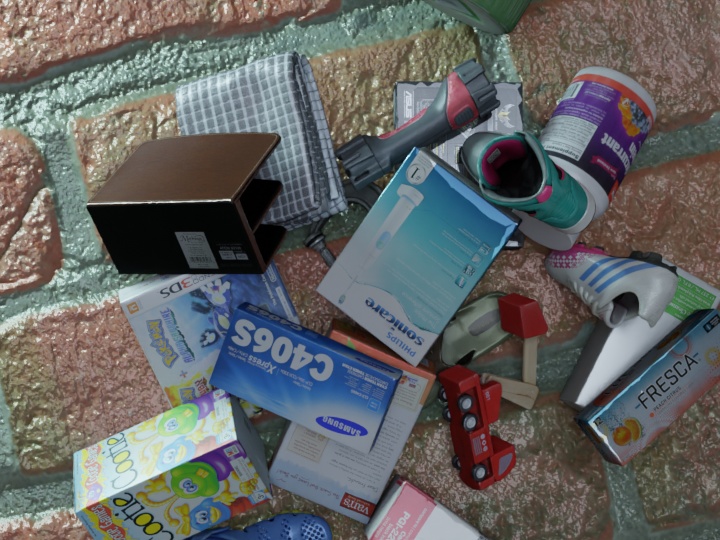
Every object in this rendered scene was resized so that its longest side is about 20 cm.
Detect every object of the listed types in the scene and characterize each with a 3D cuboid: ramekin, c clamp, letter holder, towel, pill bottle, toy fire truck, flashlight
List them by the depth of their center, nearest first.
[{"bbox_3d":[-0.181,-0.078,1.501,0.198,0.143,0.101,0,129,27],"label":"letter holder"},{"bbox_3d":[0.119,-0.359,1.549,0.198,0.200,0.099,28,93,0],"label":"ramekin"},{"bbox_3d":[0.064,-0.171,1.550,0.199,0.068,0.068,-30,92,1],"label":"flashlight"},{"bbox_3d":[-0.121,-0.141,1.556,0.164,0.085,0.203,-15,87,17],"label":"towel"},{"bbox_3d":[0.258,-0.129,1.560,0.111,0.111,0.201,31,74,0],"label":"pill bottle"},{"bbox_3d":[0.163,0.143,1.562,0.140,0.049,0.202,-22,111,-25],"label":"toy fire truck"},{"bbox_3d":[0.000,0.000,1.576,0.170,0.027,0.201,-36,79,23],"label":"c clamp"}]

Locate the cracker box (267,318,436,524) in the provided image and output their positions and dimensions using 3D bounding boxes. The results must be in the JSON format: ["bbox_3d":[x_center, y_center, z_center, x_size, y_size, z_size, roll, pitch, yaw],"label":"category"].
[{"bbox_3d":[-0.012,0.176,1.541,0.133,0.058,0.202,24,101,-5],"label":"cracker box"}]

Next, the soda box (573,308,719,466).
[{"bbox_3d":[0.340,0.131,1.502,0.199,0.064,0.069,-40,92,-7],"label":"soda box"}]

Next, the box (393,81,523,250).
[{"bbox_3d":[0.118,-0.126,1.602,0.156,0.048,0.203,0,87,-3],"label":"box"}]

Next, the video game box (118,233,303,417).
[{"bbox_3d":[-0.159,0.078,1.543,0.180,0.047,0.202,-24,110,-2],"label":"video game box"}]

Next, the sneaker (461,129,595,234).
[{"bbox_3d":[0.159,-0.116,1.466,0.200,0.120,0.084,37,95,42],"label":"sneaker"}]

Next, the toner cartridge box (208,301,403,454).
[{"bbox_3d":[-0.061,0.119,1.479,0.198,0.043,0.096,23,103,7],"label":"toner cartridge box"}]

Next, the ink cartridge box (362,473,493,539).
[{"bbox_3d":[0.106,0.326,1.519,0.199,0.146,0.085,33,84,1],"label":"ink cartridge box"}]

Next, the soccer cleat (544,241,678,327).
[{"bbox_3d":[0.276,0.019,1.528,0.070,0.199,0.087,32,76,-32],"label":"soccer cleat"}]

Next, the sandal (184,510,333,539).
[{"bbox_3d":[-0.128,0.328,1.541,0.197,0.087,0.081,-11,84,-5],"label":"sandal"}]

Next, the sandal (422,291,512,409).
[{"bbox_3d":[0.105,0.092,1.581,0.200,0.057,0.080,-39,88,-4],"label":"sandal"}]

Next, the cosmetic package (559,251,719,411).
[{"bbox_3d":[0.332,0.092,1.577,0.107,0.085,0.202,27,84,-3],"label":"cosmetic package"}]

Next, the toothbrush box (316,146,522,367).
[{"bbox_3d":[0.067,-0.017,1.498,0.146,0.085,0.201,36,100,6],"label":"toothbrush box"}]

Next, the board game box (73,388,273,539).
[{"bbox_3d":[-0.214,0.234,1.505,0.198,0.103,0.106,-25,124,4],"label":"board game box"}]
